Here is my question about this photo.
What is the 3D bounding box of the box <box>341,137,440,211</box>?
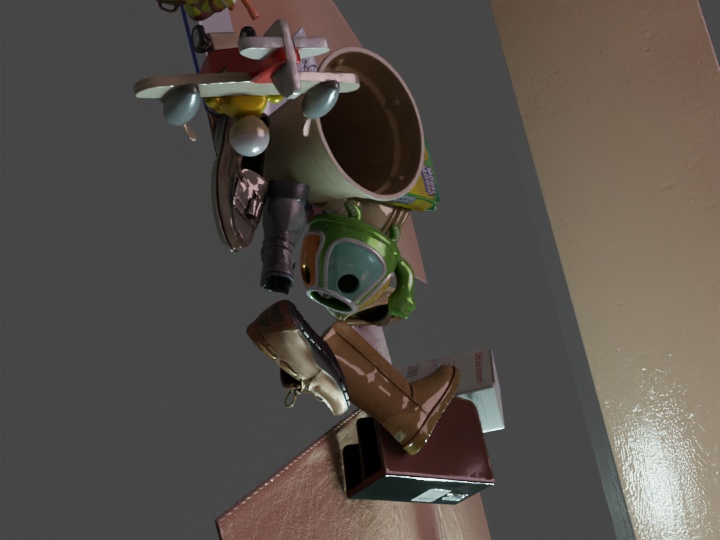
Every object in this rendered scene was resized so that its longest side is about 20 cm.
[{"bbox_3d":[0.052,-0.160,1.230,0.199,0.048,0.118,9,63,-47],"label":"box"}]

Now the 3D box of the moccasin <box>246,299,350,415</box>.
[{"bbox_3d":[-0.073,0.120,0.982,0.202,0.077,0.074,55,8,-48],"label":"moccasin"}]

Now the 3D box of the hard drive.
[{"bbox_3d":[-0.190,-0.295,1.032,0.132,0.025,0.201,0,75,-78],"label":"hard drive"}]

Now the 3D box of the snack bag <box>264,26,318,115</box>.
[{"bbox_3d":[-0.094,-0.253,1.242,0.189,0.021,0.201,-56,136,-38],"label":"snack bag"}]

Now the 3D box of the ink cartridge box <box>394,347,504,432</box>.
[{"bbox_3d":[0.132,0.212,1.322,0.146,0.199,0.083,-70,145,-70],"label":"ink cartridge box"}]

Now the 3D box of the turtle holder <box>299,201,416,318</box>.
[{"bbox_3d":[-0.010,-0.002,1.196,0.185,0.140,0.132,41,61,-41],"label":"turtle holder"}]

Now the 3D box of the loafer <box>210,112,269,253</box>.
[{"bbox_3d":[-0.139,-0.115,0.960,0.072,0.062,0.201,57,22,-54],"label":"loafer"}]

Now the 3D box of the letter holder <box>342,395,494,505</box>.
[{"bbox_3d":[0.080,0.259,1.185,0.199,0.101,0.143,13,51,-31],"label":"letter holder"}]

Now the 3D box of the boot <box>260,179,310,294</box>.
[{"bbox_3d":[-0.106,-0.034,1.029,0.200,0.069,0.133,102,-5,-84],"label":"boot"}]

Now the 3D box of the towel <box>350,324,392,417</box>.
[{"bbox_3d":[0.015,0.150,1.414,0.200,0.032,0.192,-48,123,-75],"label":"towel"}]

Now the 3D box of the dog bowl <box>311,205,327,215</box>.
[{"bbox_3d":[-0.041,-0.150,1.417,0.200,0.073,0.201,-15,90,-78],"label":"dog bowl"}]

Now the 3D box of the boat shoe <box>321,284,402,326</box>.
[{"bbox_3d":[0.020,0.066,1.309,0.200,0.073,0.063,17,35,-52],"label":"boat shoe"}]

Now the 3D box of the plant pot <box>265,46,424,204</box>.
[{"bbox_3d":[-0.047,-0.170,1.075,0.200,0.183,0.202,15,69,-43],"label":"plant pot"}]

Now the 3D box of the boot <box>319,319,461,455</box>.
[{"bbox_3d":[0.036,0.137,1.127,0.200,0.066,0.175,41,40,-2],"label":"boot"}]

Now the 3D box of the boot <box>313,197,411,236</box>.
[{"bbox_3d":[0.015,-0.151,1.274,0.155,0.073,0.201,30,55,-25],"label":"boot"}]

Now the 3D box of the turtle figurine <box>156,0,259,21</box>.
[{"bbox_3d":[-0.193,-0.305,0.850,0.199,0.065,0.161,29,8,-5],"label":"turtle figurine"}]

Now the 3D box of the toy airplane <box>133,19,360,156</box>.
[{"bbox_3d":[-0.113,-0.193,0.858,0.199,0.199,0.142,-50,141,-72],"label":"toy airplane"}]
